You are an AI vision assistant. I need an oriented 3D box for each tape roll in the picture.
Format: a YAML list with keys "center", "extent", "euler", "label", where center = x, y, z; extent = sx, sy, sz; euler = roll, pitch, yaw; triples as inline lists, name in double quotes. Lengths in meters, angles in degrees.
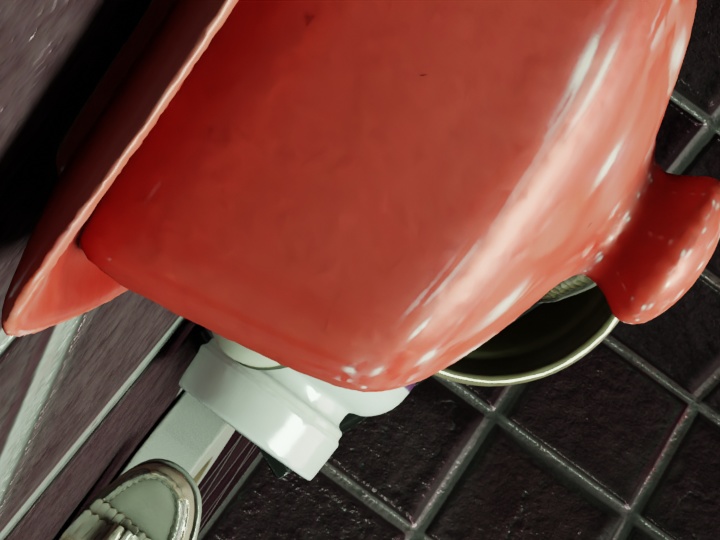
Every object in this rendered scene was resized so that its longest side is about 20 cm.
- center: [-0.142, 0.154, 1.295]
  extent: [0.203, 0.037, 0.203]
  euler: [-54, 178, -2]
  label: "tape roll"

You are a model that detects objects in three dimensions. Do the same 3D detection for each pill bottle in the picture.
- center: [0.000, 0.000, 0.994]
  extent: [0.200, 0.112, 0.112]
  euler: [-55, 178, -5]
  label: "pill bottle"

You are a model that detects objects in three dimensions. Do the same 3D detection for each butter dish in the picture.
- center: [0.028, -0.042, 0.519]
  extent: [0.200, 0.148, 0.200]
  euler: [-54, 178, 11]
  label: "butter dish"

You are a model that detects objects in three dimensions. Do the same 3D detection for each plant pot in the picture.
- center: [0.076, -0.044, 1.339]
  extent: [0.200, 0.200, 0.174]
  euler: [-55, -165, 8]
  label: "plant pot"

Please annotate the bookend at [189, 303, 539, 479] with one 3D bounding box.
- center: [0.020, 0.022, 1.149]
  extent: [0.200, 0.092, 0.199]
  euler: [-34, 177, 2]
  label: "bookend"

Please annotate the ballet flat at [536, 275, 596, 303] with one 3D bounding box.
- center: [0.098, -0.014, 1.020]
  extent: [0.067, 0.047, 0.200]
  euler: [-26, -176, -19]
  label: "ballet flat"

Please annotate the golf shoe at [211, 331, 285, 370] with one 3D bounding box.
- center: [-0.032, -0.023, 0.747]
  extent: [0.088, 0.077, 0.200]
  euler: [-27, 158, -37]
  label: "golf shoe"

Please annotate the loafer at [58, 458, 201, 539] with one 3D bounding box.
- center: [-0.162, 0.194, 1.117]
  extent: [0.200, 0.072, 0.063]
  euler: [-52, 171, 10]
  label: "loafer"
